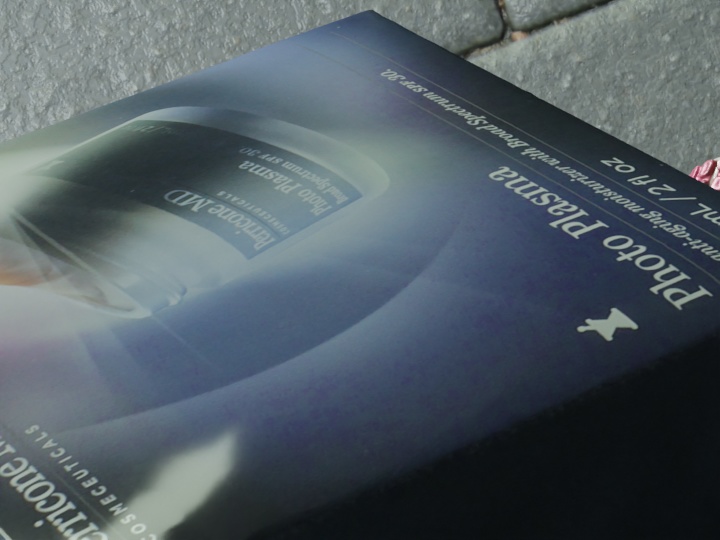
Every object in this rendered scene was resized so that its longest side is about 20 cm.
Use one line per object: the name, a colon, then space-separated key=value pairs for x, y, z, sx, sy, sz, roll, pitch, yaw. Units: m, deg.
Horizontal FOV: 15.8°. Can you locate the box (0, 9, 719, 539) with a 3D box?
box: x=-0.019 y=0.045 z=0.606 sx=0.198 sy=0.124 sz=0.200 roll=-23 pitch=33 yaw=-26

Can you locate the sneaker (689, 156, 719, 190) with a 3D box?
sneaker: x=0.241 y=-0.007 z=1.195 sx=0.199 sy=0.081 sz=0.075 roll=12 pitch=7 yaw=22
